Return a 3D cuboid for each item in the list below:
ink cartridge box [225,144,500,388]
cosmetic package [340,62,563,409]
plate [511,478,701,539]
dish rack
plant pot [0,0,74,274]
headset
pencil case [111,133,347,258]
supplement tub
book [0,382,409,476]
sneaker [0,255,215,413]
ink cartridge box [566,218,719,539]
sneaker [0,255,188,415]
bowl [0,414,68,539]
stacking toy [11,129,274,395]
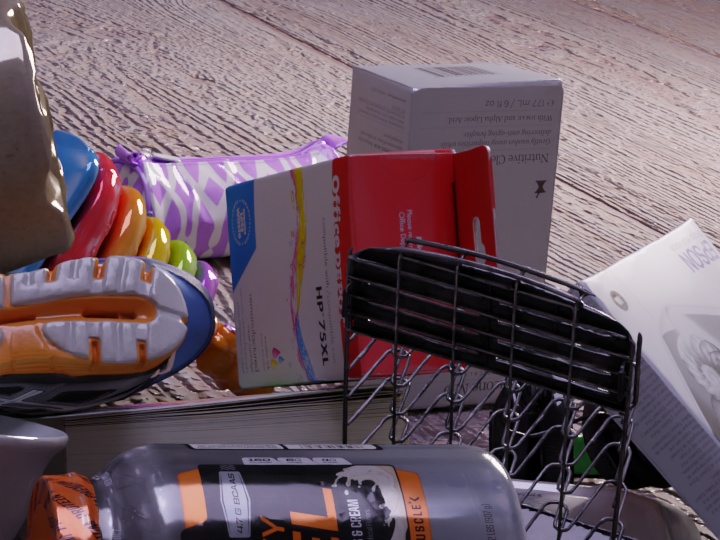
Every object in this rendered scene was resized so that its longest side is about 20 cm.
[{"bbox_3d":[0.000,0.000,1.487,0.067,0.117,0.200,-3,-4,-26],"label":"ink cartridge box"},{"bbox_3d":[0.051,-0.022,1.695,0.112,0.202,0.081,-5,15,-28],"label":"cosmetic package"},{"bbox_3d":[0.081,0.140,1.392,0.198,0.033,0.200,4,13,0],"label":"plate"},{"bbox_3d":[0.059,0.068,1.248,0.152,0.201,0.055,15,41,17],"label":"dish rack"},{"bbox_3d":[-0.246,-0.055,1.414,0.182,0.202,0.201,-12,15,-4],"label":"plant pot"},{"bbox_3d":[0.122,0.071,1.484,0.123,0.095,0.200,-5,-13,23],"label":"headset"},{"bbox_3d":[-0.100,-0.053,2.021,0.199,0.086,0.084,-5,15,-39],"label":"pencil case"},{"bbox_3d":[-0.037,0.134,1.176,0.198,0.124,0.123,0,14,-16],"label":"supplement tub"},{"bbox_3d":[-0.092,0.089,1.493,0.199,0.048,0.133,-3,0,-29],"label":"book"},{"bbox_3d":[-0.128,0.037,1.492,0.199,0.081,0.146,0,4,-39],"label":"sneaker"},{"bbox_3d":[0.194,0.074,1.429,0.200,0.041,0.199,51,24,6],"label":"ink cartridge box"},{"bbox_3d":[-0.186,0.037,1.351,0.198,0.079,0.077,5,-29,-13],"label":"sneaker"},{"bbox_3d":[-0.237,0.101,1.265,0.200,0.091,0.201,11,0,0],"label":"bowl"},{"bbox_3d":[-0.126,0.016,1.635,0.200,0.110,0.116,35,-6,-21],"label":"stacking toy"}]
